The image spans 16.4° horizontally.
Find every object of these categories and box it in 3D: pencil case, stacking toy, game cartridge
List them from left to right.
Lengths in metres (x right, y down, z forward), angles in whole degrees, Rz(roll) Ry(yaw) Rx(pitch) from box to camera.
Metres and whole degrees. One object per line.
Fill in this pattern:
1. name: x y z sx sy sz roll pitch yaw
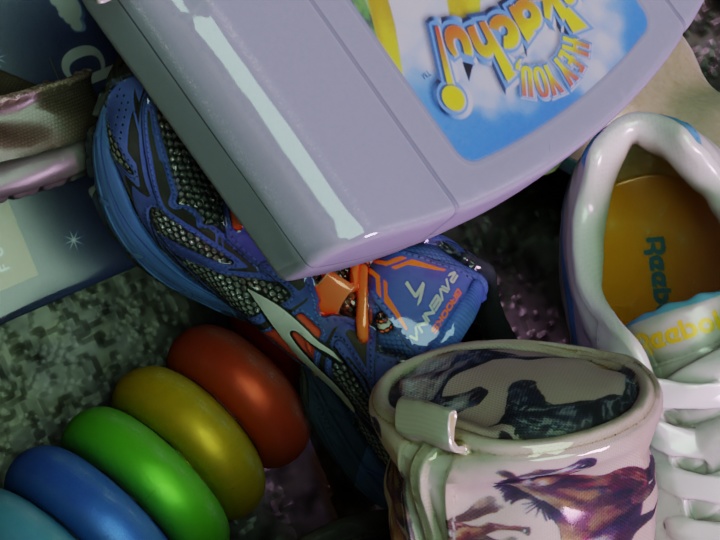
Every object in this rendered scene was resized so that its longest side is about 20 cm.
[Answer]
1. stacking toy: -0.066 0.063 0.779 0.200 0.085 0.085 -46 104 -20
2. game cartridge: 0.020 -0.086 0.719 0.200 0.040 0.133 -39 98 -39
3. pencil case: 0.040 0.112 0.702 0.089 0.078 0.200 -32 130 -48

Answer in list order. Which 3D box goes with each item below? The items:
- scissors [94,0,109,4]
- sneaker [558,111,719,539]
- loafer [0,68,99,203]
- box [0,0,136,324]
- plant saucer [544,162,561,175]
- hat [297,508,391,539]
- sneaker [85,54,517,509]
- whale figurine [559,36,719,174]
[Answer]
1. scissors: 0.001 -0.119 0.687 0.073 0.014 0.200 47 55 -23
2. sneaker: 0.099 0.050 0.729 0.076 0.081 0.200 -16 66 1
3. loafer: -0.168 -0.053 0.717 0.200 0.073 0.071 1 94 -4
4. box: -0.088 -0.059 0.791 0.200 0.032 0.121 -24 98 -17
5. plant saucer: 0.006 -0.149 0.789 0.200 0.048 0.200 38 54 -15
6. hat: -0.026 0.152 0.779 0.201 0.081 0.201 -14 118 -28
7. sneaker: 0.000 0.000 0.731 0.200 0.078 0.075 46 66 -30
8. whale figurine: 0.139 0.006 0.849 0.200 0.104 0.159 42 53 7
